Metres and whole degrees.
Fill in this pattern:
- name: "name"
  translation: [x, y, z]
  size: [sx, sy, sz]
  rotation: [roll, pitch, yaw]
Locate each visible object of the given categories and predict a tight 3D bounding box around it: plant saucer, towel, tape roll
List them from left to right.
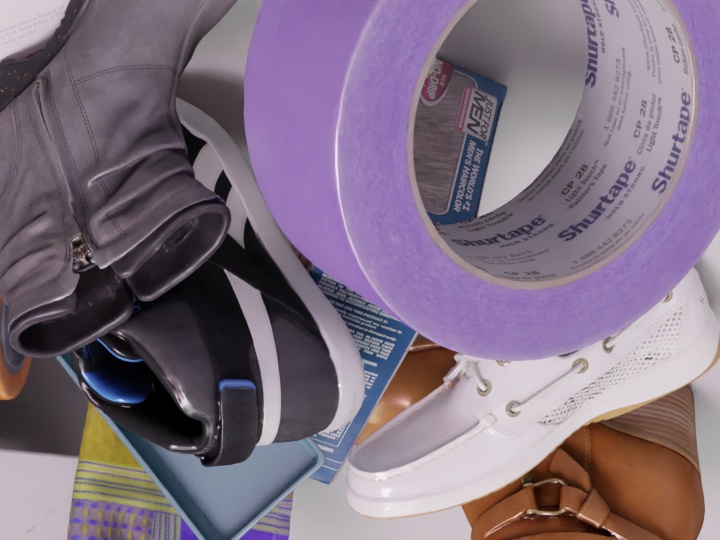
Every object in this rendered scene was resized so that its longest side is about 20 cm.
- name: "plant saucer"
  translation: [-0.099, 0.038, 1.325]
  size: [0.070, 0.200, 0.019]
  rotation: [-42, 161, 3]
- name: "towel"
  translation: [-0.084, 0.130, 1.376]
  size: [0.023, 0.200, 0.144]
  rotation: [-2, 164, 43]
- name: "tape roll"
  translation: [0.059, -0.070, 1.155]
  size: [0.200, 0.200, 0.085]
  rotation: [44, 173, -32]

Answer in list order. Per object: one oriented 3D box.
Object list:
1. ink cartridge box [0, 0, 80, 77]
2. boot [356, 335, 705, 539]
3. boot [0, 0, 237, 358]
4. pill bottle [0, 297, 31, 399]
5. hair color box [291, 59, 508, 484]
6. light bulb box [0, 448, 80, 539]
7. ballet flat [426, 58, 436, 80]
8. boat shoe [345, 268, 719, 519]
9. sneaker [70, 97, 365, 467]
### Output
- name: "ink cartridge box"
  translation: [-0.177, -0.147, 1.180]
  size: [0.116, 0.068, 0.200]
  rotation: [-23, 141, -17]
- name: "boot"
  translation: [0.068, 0.112, 1.389]
  size: [0.200, 0.155, 0.074]
  rotation: [2, 138, 9]
- name: "boot"
  translation: [-0.084, -0.061, 1.180]
  size: [0.200, 0.132, 0.070]
  rotation: [-45, 143, 9]
- name: "pill bottle"
  translation: [-0.264, 0.026, 1.398]
  size: [0.200, 0.106, 0.106]
  rotation: [1, 138, 11]
- name: "hair color box"
  translation: [0.000, 0.000, 1.319]
  size: [0.060, 0.100, 0.200]
  rotation: [21, 137, -7]
- name: "light bulb box"
  translation: [-0.230, 0.149, 1.434]
  size: [0.198, 0.125, 0.200]
  rotation: [6, 173, -8]
- name: "ballet flat"
  translation: [-0.002, -0.154, 1.175]
  size: [0.064, 0.076, 0.200]
  rotation: [-28, 132, 11]
- name: "boat shoe"
  translation: [0.074, 0.047, 1.341]
  size: [0.200, 0.071, 0.069]
  rotation: [-28, 119, -14]
- name: "sneaker"
  translation: [-0.092, -0.001, 1.253]
  size: [0.112, 0.200, 0.073]
  rotation: [-15, 143, -35]
